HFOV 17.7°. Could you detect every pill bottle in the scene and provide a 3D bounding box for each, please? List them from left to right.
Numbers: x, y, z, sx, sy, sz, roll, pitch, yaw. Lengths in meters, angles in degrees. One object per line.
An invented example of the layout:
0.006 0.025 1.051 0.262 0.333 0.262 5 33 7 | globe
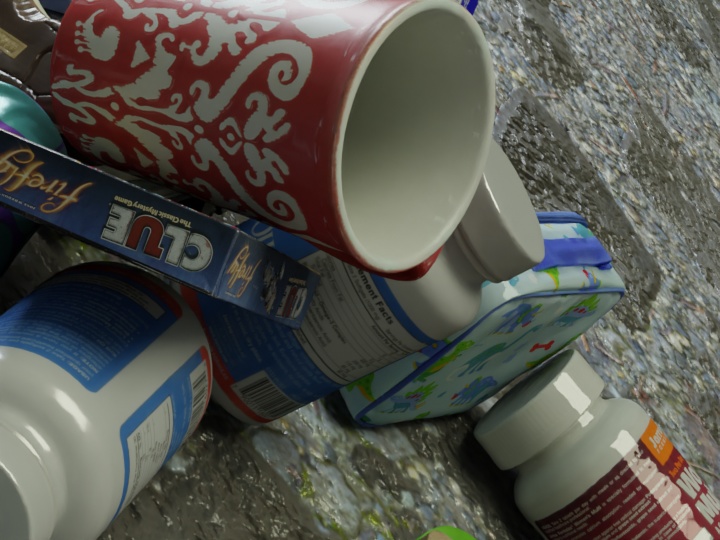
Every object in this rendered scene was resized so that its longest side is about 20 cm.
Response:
-0.155 0.077 1.119 0.112 0.112 0.200 51 25 -3 | pill bottle
0.000 0.000 1.334 0.112 0.199 0.112 54 19 -29 | pill bottle
0.173 0.157 1.563 0.200 0.109 0.110 51 26 -5 | pill bottle

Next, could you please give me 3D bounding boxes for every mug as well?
-0.050 -0.068 1.187 0.133 0.199 0.178 -33 129 -45 | mug

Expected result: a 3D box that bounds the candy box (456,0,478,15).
-0.045 -0.161 1.358 0.169 0.199 0.077 -65 158 -51 | candy box

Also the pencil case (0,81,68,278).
-0.220 -0.022 1.166 0.092 0.085 0.200 31 29 -2 | pencil case

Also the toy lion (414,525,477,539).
0.098 0.240 1.400 0.200 0.069 0.192 55 19 6 | toy lion

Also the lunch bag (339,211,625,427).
0.075 0.026 1.507 0.200 0.161 0.083 -4 60 -59 | lunch bag

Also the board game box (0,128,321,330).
-0.104 -0.018 1.163 0.135 0.035 0.200 22 -2 12 | board game box

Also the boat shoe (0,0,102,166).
-0.201 -0.121 1.320 0.202 0.075 0.075 45 -12 39 | boat shoe

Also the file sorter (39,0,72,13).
-0.199 -0.283 1.487 0.138 0.124 0.201 10 49 -54 | file sorter

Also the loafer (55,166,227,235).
-0.123 -0.049 1.401 0.199 0.072 0.063 0 75 -51 | loafer
